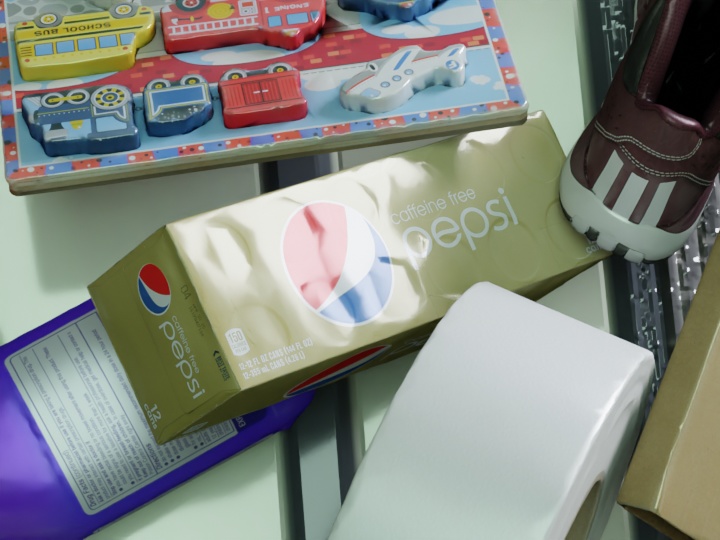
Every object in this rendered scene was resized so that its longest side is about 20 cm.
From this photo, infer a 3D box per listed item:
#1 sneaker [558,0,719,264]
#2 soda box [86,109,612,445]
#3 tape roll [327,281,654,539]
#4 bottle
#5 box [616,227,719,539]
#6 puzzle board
[{"bbox_3d":[0.147,-0.103,1.037,0.075,0.116,0.201,24,55,1],"label":"sneaker"},{"bbox_3d":[0.000,0.000,1.011,0.199,0.064,0.068,-19,79,-39],"label":"soda box"},{"bbox_3d":[0.038,0.110,0.963,0.070,0.203,0.204,22,78,11],"label":"tape roll"},{"bbox_3d":[-0.118,0.065,1.037,0.199,0.065,0.084,-29,85,-8],"label":"bottle"},{"bbox_3d":[0.185,0.030,1.033,0.163,0.021,0.201,33,74,-41],"label":"box"},{"bbox_3d":[-0.046,-0.097,1.050,0.198,0.017,0.151,-8,43,-5],"label":"puzzle board"}]
